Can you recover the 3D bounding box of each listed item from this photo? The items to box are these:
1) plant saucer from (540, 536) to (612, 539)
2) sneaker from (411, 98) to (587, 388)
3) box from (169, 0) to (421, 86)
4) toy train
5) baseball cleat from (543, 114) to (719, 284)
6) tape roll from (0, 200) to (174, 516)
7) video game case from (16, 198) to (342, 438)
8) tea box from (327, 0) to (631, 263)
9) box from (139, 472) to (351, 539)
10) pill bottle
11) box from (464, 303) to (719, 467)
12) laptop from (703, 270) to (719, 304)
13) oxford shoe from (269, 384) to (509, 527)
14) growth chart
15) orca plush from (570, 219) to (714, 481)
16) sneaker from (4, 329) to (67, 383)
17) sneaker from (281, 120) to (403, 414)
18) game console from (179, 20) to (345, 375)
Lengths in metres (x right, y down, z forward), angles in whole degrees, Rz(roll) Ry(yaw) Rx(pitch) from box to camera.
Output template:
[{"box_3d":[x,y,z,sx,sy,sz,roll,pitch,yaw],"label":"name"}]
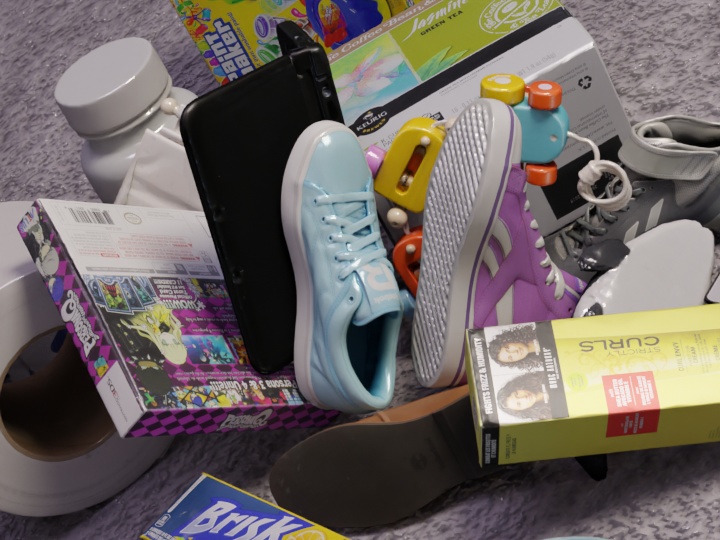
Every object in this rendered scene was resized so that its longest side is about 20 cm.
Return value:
[{"box_3d":[0.101,0.237,0.961,0.201,0.039,0.201,-19,35,14],"label":"plant saucer"},{"box_3d":[0.103,-0.018,1.157,0.114,0.201,0.073,-1,25,-21],"label":"sneaker"},{"box_3d":[-0.060,-0.264,1.585,0.192,0.200,0.122,-21,35,14],"label":"box"},{"box_3d":[0.086,-0.055,1.209,0.200,0.150,0.056,-33,15,29],"label":"toy train"},{"box_3d":[0.180,-0.047,1.209,0.200,0.106,0.070,-28,39,5],"label":"baseball cleat"},{"box_3d":[-0.242,0.064,1.295,0.203,0.203,0.139,-38,34,-12],"label":"tape roll"},{"box_3d":[-0.120,0.032,1.206,0.036,0.200,0.181,-47,60,29],"label":"video game case"},{"box_3d":[0.085,-0.116,1.344,0.200,0.134,0.197,-30,33,1],"label":"tea box"},{"box_3d":[-0.048,0.197,1.094,0.200,0.070,0.064,15,52,46],"label":"box"},{"box_3d":[-0.165,-0.087,1.433,0.114,0.200,0.114,-19,35,14],"label":"pill bottle"},{"box_3d":[0.166,0.067,1.050,0.200,0.050,0.075,-5,55,-1],"label":"box"},{"box_3d":[0.338,-0.060,1.096,0.200,0.116,0.187,14,52,34],"label":"laptop"},{"box_3d":[0.035,0.120,1.156,0.200,0.071,0.071,-19,6,18],"label":"oxford shoe"},{"box_3d":[-0.135,-0.034,1.359,0.200,0.145,0.018,-57,-4,28],"label":"growth chart"},{"box_3d":[0.174,0.053,1.148,0.105,0.071,0.200,22,58,-5],"label":"orca plush"},{"box_3d":[-0.306,0.065,1.447,0.115,0.081,0.199,10,52,41],"label":"sneaker"},{"box_3d":[0.000,0.000,1.165,0.074,0.200,0.082,-15,17,-39],"label":"sneaker"},{"box_3d":[-0.060,-0.057,1.230,0.116,0.200,0.176,-17,21,-7],"label":"game console"}]
